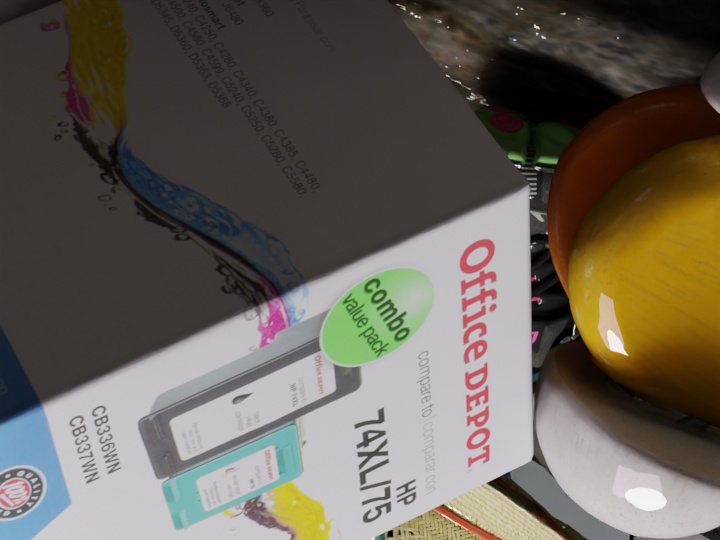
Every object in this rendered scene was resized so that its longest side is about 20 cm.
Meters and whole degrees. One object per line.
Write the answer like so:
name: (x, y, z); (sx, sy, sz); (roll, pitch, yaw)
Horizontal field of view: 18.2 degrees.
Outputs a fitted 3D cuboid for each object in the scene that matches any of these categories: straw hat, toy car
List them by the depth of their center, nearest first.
toy car: (0.153, 0.006, 0.763); (0.199, 0.176, 0.150); (23, -161, -17)
straw hat: (0.018, 0.111, 1.015); (0.201, 0.085, 0.201); (37, -179, -1)

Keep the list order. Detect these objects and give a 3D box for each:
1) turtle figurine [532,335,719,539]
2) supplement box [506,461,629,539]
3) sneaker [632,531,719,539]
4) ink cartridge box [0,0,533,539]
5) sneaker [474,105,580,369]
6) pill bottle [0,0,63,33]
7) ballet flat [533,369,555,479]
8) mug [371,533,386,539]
turtle figurine: (0.172, 0.075, 1.024); (0.193, 0.144, 0.200); (31, 156, 17)
supplement box: (0.087, 0.130, 1.284); (0.101, 0.104, 0.200); (-3, 175, -21)
sneaker: (0.139, 0.191, 0.996); (0.075, 0.088, 0.200); (17, 153, 32)
ink cartridge box: (-0.065, 0.010, 0.710); (0.146, 0.199, 0.147); (55, 162, 36)
sneaker: (0.073, -0.006, 0.902); (0.076, 0.084, 0.200); (15, 165, 11)
pill bottle: (-0.099, -0.075, 0.809); (0.110, 0.111, 0.200); (9, 163, 31)
ballet flat: (0.148, 0.043, 0.918); (0.069, 0.070, 0.200); (29, 140, -34)
mug: (-0.062, 0.072, 0.914); (0.152, 0.114, 0.185); (48, -172, 27)
